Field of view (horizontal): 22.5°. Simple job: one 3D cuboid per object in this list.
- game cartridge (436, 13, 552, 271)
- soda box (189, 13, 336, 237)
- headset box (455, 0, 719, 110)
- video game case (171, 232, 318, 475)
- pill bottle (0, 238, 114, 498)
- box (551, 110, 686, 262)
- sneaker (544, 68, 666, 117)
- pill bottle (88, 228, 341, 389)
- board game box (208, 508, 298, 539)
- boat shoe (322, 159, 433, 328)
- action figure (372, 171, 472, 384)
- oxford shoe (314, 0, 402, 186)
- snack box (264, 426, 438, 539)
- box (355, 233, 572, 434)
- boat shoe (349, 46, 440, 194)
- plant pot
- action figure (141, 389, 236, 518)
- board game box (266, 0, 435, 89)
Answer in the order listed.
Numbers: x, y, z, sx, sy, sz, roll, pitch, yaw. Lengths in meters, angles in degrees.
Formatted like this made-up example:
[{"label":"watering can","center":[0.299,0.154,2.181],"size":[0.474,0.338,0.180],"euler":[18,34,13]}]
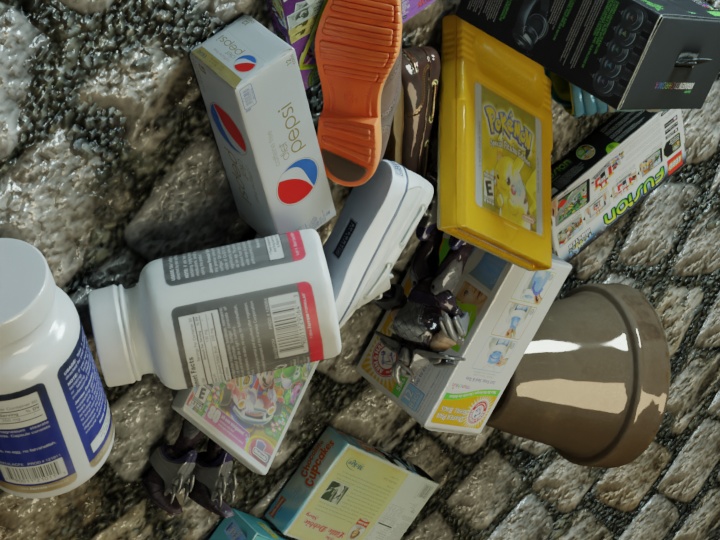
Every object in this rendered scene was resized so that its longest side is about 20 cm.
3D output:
[{"label":"game cartridge","center":[0.128,-0.115,1.671],"size":[0.176,0.032,0.202],"euler":[21,68,-54]},{"label":"soda box","center":[-0.080,-0.111,1.512],"size":[0.063,0.068,0.201],"euler":[-36,142,-19]},{"label":"headset box","center":[0.219,-0.221,1.613],"size":[0.174,0.199,0.093],"euler":[-7,126,-54]},{"label":"video game case","center":[-0.084,0.066,1.633],"size":[0.143,0.018,0.201],"euler":[45,63,-48]},{"label":"pill bottle","center":[-0.268,0.077,1.428],"size":[0.115,0.116,0.201],"euler":[-34,141,-23]},{"label":"box","center":[0.263,-0.100,1.923],"size":[0.200,0.035,0.110],"euler":[-38,142,-18]},{"label":"sneaker","center":[0.251,-0.213,1.790],"size":[0.200,0.129,0.080],"euler":[-57,139,-61]},{"label":"pill bottle","center":[-0.122,0.037,1.511],"size":[0.198,0.111,0.111],"euler":[-11,135,-4]},{"label":"board game box","center":[-0.111,0.339,1.881],"size":[0.151,0.047,0.200],"euler":[-53,144,2]},{"label":"boat shoe","center":[0.000,0.000,1.601],"size":[0.065,0.074,0.201],"euler":[20,112,-35]},{"label":"action figure","center":[0.066,0.012,1.721],"size":[0.069,0.130,0.202],"euler":[19,89,-49]},{"label":"oxford shoe","center":[0.003,-0.175,1.525],"size":[0.073,0.071,0.201],"euler":[-51,155,-58]},{"label":"snack box","center":[-0.006,0.243,1.921],"size":[0.117,0.037,0.200],"euler":[-54,144,3]},{"label":"box","center":[0.102,0.049,1.808],"size":[0.101,0.112,0.201],"euler":[13,109,-52]},{"label":"boat shoe","center":[0.037,-0.107,1.640],"size":[0.070,0.070,0.201],"euler":[-19,133,-33]},{"label":"plant pot","center":[0.205,0.109,1.932],"size":[0.173,0.200,0.202],"euler":[5,118,-30]},{"label":"action figure","center":[-0.132,0.128,1.662],"size":[0.129,0.069,0.201],"euler":[-1,118,-41]},{"label":"board game box","center":[0.010,-0.249,1.527],"size":[0.199,0.032,0.121],"euler":[-36,138,-20]}]
